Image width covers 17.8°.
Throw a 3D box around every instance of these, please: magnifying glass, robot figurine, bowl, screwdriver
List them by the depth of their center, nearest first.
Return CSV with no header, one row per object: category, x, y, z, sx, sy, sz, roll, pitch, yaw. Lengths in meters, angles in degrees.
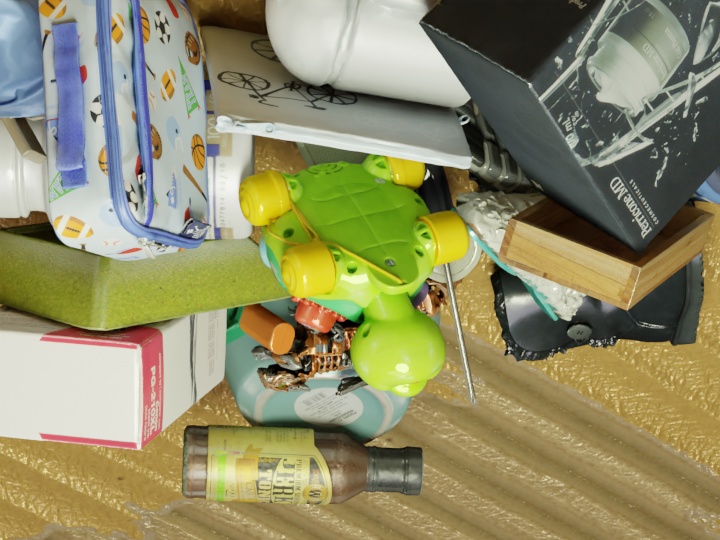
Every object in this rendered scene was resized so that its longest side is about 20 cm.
robot figurine,0.020,-0.178,1.601,0.200,0.113,0.170,8,170,-12
screwdriver,0.063,0.008,1.737,0.029,0.028,0.200,2,109,30
magnifying glass,-0.094,0.033,1.824,0.022,0.200,0.080,15,95,-25
bowl,-0.032,0.080,1.935,0.201,0.105,0.201,0,142,0

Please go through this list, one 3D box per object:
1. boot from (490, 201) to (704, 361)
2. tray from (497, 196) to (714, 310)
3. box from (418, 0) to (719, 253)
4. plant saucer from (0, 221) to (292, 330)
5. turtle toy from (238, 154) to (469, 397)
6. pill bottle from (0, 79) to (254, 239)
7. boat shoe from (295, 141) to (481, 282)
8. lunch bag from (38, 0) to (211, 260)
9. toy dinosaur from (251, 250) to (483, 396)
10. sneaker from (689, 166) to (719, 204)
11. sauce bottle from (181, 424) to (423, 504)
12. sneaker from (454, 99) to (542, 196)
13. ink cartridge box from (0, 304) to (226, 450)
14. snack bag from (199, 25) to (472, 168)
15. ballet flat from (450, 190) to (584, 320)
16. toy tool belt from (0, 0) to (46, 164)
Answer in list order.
boot,0.191,0.009,1.866,0.168,0.076,0.200,-6,150,1
tray,0.179,-0.024,1.648,0.099,0.200,0.037,22,110,17
box,0.178,-0.157,1.547,0.197,0.124,0.200,-47,135,-6
plant saucer,-0.182,-0.007,1.756,0.200,0.048,0.200,-10,-164,-43
turtle toy,0.000,0.000,1.656,0.146,0.200,0.101,-13,141,-23
pill bottle,-0.179,-0.083,1.712,0.200,0.120,0.120,0,142,-2
boat shoe,0.011,-0.074,1.754,0.072,0.068,0.200,-41,109,6
lunch bag,-0.162,-0.102,1.571,0.075,0.200,0.160,-9,170,17
toy dinosaur,0.001,0.021,1.838,0.102,0.200,0.136,2,119,53
sneaker,0.254,-0.083,1.707,0.082,0.074,0.200,4,176,18
sauce bottle,-0.048,0.161,1.903,0.200,0.065,0.065,1,142,-3
sneaker,0.100,-0.063,1.781,0.200,0.075,0.115,24,138,-29
ink cartridge box,-0.199,0.064,1.741,0.145,0.200,0.084,5,103,14
snack bag,-0.017,-0.120,1.621,0.188,0.200,0.021,9,113,-12
ballet flat,0.130,-0.025,1.744,0.072,0.072,0.200,-16,155,18
toy tool belt,-0.262,-0.174,1.593,0.125,0.123,0.200,-14,140,16
